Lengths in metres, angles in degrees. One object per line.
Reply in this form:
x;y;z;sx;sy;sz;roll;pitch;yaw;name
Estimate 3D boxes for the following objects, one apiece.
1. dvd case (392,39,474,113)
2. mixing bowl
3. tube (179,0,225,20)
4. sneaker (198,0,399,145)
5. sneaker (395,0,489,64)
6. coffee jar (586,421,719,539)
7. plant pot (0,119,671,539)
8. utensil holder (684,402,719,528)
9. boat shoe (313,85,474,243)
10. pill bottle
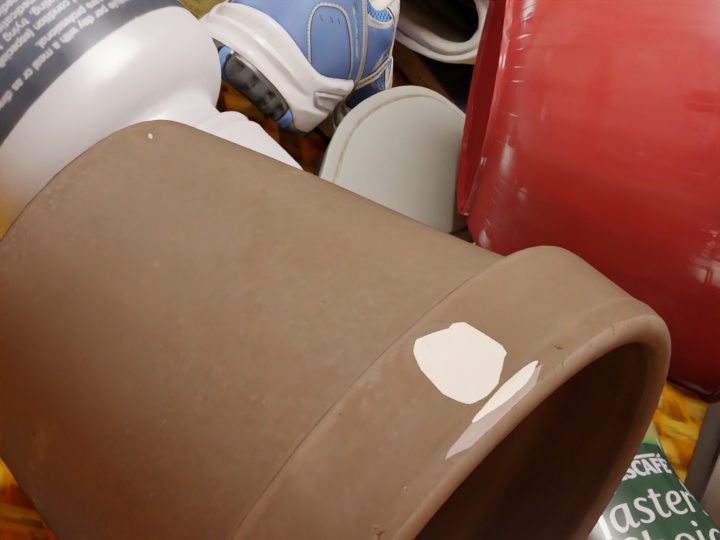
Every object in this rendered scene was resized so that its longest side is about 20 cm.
0.088;-0.078;1.321;0.148;0.016;0.200;-8;51;-44;dvd case
0.097;-0.059;1.091;0.108;0.201;0.201;10;38;-3;mixing bowl
-0.029;-0.173;1.184;0.058;0.200;0.052;25;38;-9;tube
-0.010;-0.097;1.169;0.076;0.077;0.200;38;6;2;sneaker
0.023;-0.167;1.289;0.115;0.074;0.200;-1;46;-53;sneaker
0.093;0.122;1.023;0.104;0.086;0.200;-15;56;-39;coffee jar
-0.030;0.048;0.915;0.174;0.201;0.200;36;34;19;plant pot
0.236;0.066;1.105;0.199;0.171;0.170;20;35;4;utensil holder
0.000;0.000;1.119;0.075;0.062;0.200;33;38;-8;boat shoe
-0.121;-0.068;1.056;0.200;0.120;0.119;42;36;14;pill bottle
